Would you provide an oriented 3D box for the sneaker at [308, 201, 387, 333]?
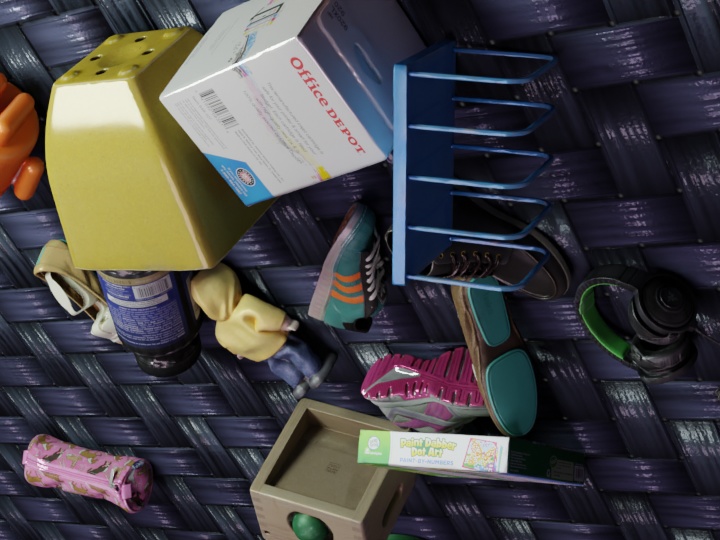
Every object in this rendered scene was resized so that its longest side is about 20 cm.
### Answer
[{"bbox_3d":[0.000,0.000,1.667,0.079,0.072,0.201,23,146,2],"label":"sneaker"}]

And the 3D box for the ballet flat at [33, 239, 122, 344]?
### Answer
[{"bbox_3d":[-0.343,0.047,1.941,0.200,0.063,0.068,45,140,-17],"label":"ballet flat"}]

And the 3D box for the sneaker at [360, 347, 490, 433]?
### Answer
[{"bbox_3d":[0.102,0.146,1.750,0.198,0.082,0.088,0,139,38],"label":"sneaker"}]

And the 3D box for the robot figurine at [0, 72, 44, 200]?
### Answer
[{"bbox_3d":[-0.447,-0.150,1.759,0.142,0.118,0.200,3,153,-31],"label":"robot figurine"}]

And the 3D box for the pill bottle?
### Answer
[{"bbox_3d":[-0.251,0.032,1.826,0.111,0.112,0.201,13,137,21],"label":"pill bottle"}]

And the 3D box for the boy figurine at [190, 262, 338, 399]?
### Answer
[{"bbox_3d":[-0.127,0.072,1.826,0.200,0.065,0.124,41,141,-10],"label":"boy figurine"}]

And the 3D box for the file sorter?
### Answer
[{"bbox_3d":[0.108,-0.097,1.380,0.121,0.139,0.203,6,109,20],"label":"file sorter"}]

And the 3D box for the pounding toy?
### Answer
[{"bbox_3d":[-0.049,0.293,1.900,0.182,0.201,0.143,12,138,22],"label":"pounding toy"}]

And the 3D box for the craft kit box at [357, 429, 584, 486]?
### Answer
[{"bbox_3d":[0.130,0.217,1.740,0.196,0.049,0.199,-4,167,32],"label":"craft kit box"}]

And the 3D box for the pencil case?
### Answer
[{"bbox_3d":[-0.405,0.300,2.237,0.198,0.083,0.087,10,138,25],"label":"pencil case"}]

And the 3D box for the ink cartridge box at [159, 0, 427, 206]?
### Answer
[{"bbox_3d":[-0.056,-0.180,1.443,0.199,0.145,0.148,-14,124,42],"label":"ink cartridge box"}]

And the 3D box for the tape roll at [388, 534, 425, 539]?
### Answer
[{"bbox_3d":[0.084,0.451,2.104,0.198,0.048,0.202,19,140,16],"label":"tape roll"}]

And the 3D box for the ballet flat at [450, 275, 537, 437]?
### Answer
[{"bbox_3d":[0.140,0.083,1.644,0.072,0.067,0.202,25,138,65],"label":"ballet flat"}]

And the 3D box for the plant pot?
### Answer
[{"bbox_3d":[-0.211,-0.137,1.567,0.194,0.195,0.202,1,124,33],"label":"plant pot"}]

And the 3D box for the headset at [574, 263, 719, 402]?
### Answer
[{"bbox_3d":[0.299,0.070,1.518,0.198,0.094,0.124,21,142,31],"label":"headset"}]

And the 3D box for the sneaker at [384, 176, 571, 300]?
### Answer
[{"bbox_3d":[0.117,-0.009,1.543,0.199,0.107,0.075,34,141,-3],"label":"sneaker"}]
